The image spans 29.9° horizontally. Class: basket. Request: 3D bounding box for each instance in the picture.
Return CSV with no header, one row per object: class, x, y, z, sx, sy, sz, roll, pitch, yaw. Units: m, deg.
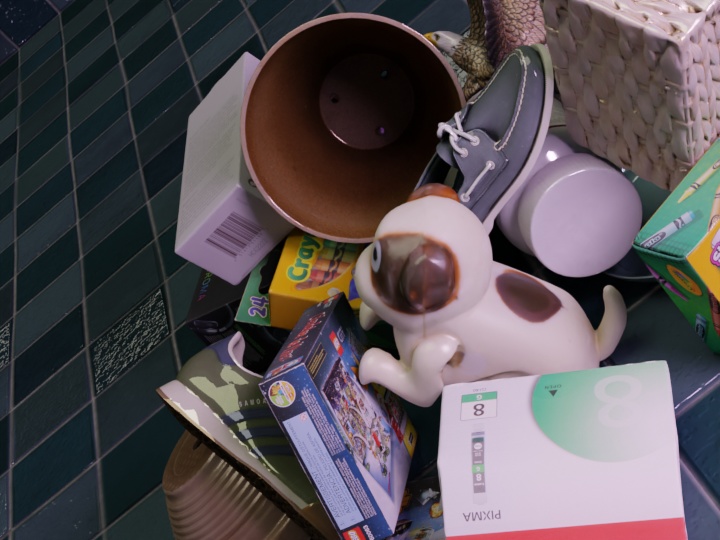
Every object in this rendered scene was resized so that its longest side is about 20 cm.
basket,0.212,-0.163,0.941,0.135,0.200,0.123,33,72,31

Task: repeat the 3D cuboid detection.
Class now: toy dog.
toy dog,0.079,0.035,1.002,0.194,0.200,0.140,-21,36,35

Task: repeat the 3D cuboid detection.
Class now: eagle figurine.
eagle figurine,0.123,-0.220,1.252,0.152,0.150,0.201,-82,7,-79

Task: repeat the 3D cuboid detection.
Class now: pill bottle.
pill bottle,0.149,-0.076,1.103,0.109,0.110,0.200,-39,28,7

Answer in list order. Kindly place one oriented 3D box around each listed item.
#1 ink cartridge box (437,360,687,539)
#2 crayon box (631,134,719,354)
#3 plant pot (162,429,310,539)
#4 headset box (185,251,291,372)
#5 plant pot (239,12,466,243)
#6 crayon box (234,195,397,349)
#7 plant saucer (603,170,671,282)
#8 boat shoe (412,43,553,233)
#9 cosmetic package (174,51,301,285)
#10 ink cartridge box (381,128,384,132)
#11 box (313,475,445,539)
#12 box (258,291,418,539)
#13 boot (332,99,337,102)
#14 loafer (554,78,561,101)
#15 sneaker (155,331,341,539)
ink cartridge box,0.130,0.149,0.885,0.160,0.050,0.200,-7,36,12
crayon box,0.291,-0.048,0.928,0.200,0.119,0.058,-48,29,-10
plant pot,-0.100,0.166,1.126,0.201,0.093,0.201,-45,19,20
headset box,-0.055,-0.012,1.350,0.200,0.093,0.174,-23,35,31
plant pot,-0.001,-0.135,1.184,0.186,0.187,0.200,-37,9,10
crayon box,0.000,0.000,1.182,0.199,0.052,0.126,9,49,7
plant saucer,0.266,-0.063,1.078,0.200,0.027,0.200,-31,31,22
boat shoe,0.085,-0.086,1.028,0.073,0.062,0.200,-109,34,-45
cosmetic package,-0.110,-0.096,1.242,0.101,0.071,0.200,-42,32,32
ink cartridge box,-0.063,-0.135,1.543,0.200,0.076,0.136,-41,28,1
box,0.039,0.215,0.975,0.200,0.040,0.137,-19,35,38
box,-0.011,0.106,1.016,0.038,0.137,0.200,-26,8,12
boot,-0.078,-0.112,1.343,0.138,0.077,0.200,-28,32,34
loafer,0.227,-0.172,1.248,0.200,0.069,0.075,-95,26,-68
sneaker,-0.059,0.122,1.030,0.200,0.067,0.090,37,72,22
